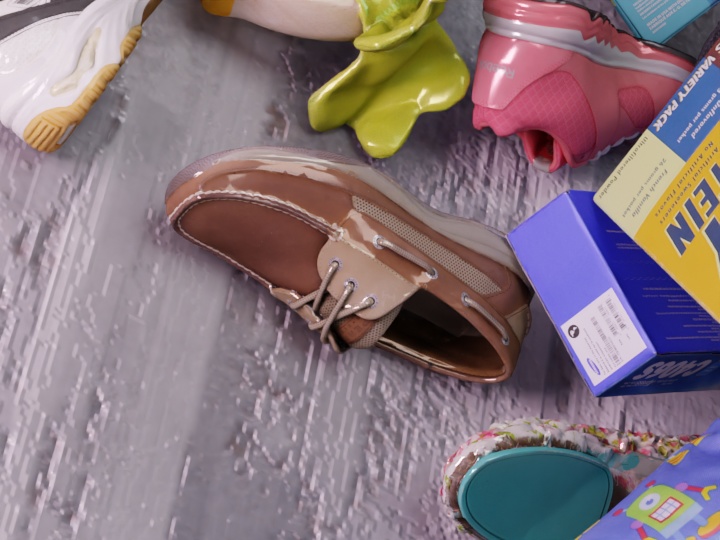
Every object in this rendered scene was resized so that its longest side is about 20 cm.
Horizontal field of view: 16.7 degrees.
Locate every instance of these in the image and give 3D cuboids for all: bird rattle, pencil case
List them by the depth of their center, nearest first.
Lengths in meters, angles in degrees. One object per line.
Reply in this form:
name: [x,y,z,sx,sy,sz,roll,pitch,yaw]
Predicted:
pencil case: [0.128,0.148,1.108,0.200,0.087,0.078,-38,118,-26]
bird rattle: [-0.006,-0.169,1.274,0.162,0.113,0.201,12,48,-9]

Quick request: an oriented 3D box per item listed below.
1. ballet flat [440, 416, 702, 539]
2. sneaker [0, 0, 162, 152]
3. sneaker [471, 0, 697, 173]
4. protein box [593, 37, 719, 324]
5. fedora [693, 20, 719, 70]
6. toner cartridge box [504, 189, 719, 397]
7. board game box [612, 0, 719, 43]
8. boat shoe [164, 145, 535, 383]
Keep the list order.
ballet flat: [0.110,0.104,1.189,0.199,0.076,0.064,13,21,-34]
sneaker: [-0.133,-0.149,1.177,0.088,0.076,0.200,37,44,-8]
sneaker: [0.118,-0.093,1.329,0.074,0.087,0.200,21,4,39]
protein box: [0.251,0.001,1.140,0.198,0.135,0.200,34,9,-29]
fedora: [0.239,-0.096,1.304,0.091,0.201,0.201,-3,61,-30]
toner cartridge box: [0.158,0.012,1.253,0.200,0.043,0.095,2,57,-57]
board game box: [0.163,-0.249,1.377,0.200,0.151,0.047,52,7,-13]
boat shoe: [0.000,0.000,1.169,0.199,0.076,0.072,18,52,-23]
